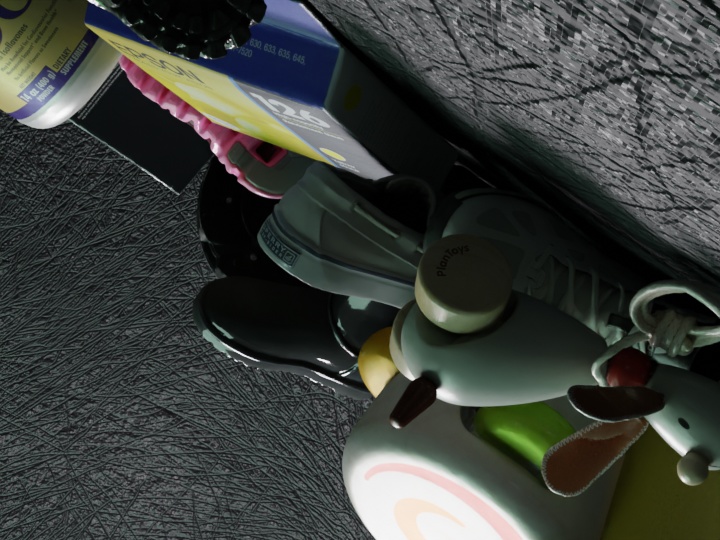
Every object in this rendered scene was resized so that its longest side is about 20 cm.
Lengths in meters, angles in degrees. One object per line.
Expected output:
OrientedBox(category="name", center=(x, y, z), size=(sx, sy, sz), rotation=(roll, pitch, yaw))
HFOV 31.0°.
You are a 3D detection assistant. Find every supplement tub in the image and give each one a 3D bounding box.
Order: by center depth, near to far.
OrientedBox(category="supplement tub", center=(-0.246, -0.200, 0.823), size=(0.199, 0.146, 0.145), rotation=(33, -179, -30))

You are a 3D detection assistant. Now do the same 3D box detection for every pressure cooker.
OrientedBox(category="pressure cooker", center=(-0.029, -0.029, 1.074), size=(0.179, 0.175, 0.200), rotation=(52, 179, 21))

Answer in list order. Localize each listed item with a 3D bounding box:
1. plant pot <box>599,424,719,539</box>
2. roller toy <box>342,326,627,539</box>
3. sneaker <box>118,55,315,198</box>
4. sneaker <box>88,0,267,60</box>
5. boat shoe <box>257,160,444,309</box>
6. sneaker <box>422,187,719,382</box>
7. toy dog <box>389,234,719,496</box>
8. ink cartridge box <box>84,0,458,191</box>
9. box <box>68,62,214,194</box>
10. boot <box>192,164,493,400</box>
OrientedBox(category="plant pot", center=(0.253, 0.185, 0.710), size=(0.198, 0.202, 0.176), rotation=(22, 167, -10))
OrientedBox(category="roller toy", center=(0.091, 0.126, 0.857), size=(0.198, 0.140, 0.184), rotation=(4, 133, 43))
OrientedBox(category="sneaker", center=(-0.108, -0.133, 0.952), size=(0.201, 0.079, 0.095), rotation=(50, -176, -1))
OrientedBox(category="sneaker", center=(-0.136, -0.158, 0.555), size=(0.199, 0.078, 0.085), rotation=(34, -178, -30))
OrientedBox(category="boat shoe", center=(0.023, -0.024, 0.748), size=(0.199, 0.066, 0.072), rotation=(13, -153, -50))
OrientedBox(category="sneaker", center=(0.135, 0.013, 0.724), size=(0.199, 0.077, 0.115), rotation=(25, 177, -32))
OrientedBox(category="toy dog", center=(0.093, 0.064, 0.661), size=(0.198, 0.097, 0.133), rotation=(13, 148, 25))
OrientedBox(category="ink cartridge box", center=(-0.065, -0.117, 0.764), size=(0.196, 0.047, 0.200), rotation=(24, 177, 33))
OrientedBox(category="box", center=(-0.186, -0.171, 1.052), size=(0.141, 0.079, 0.201), rotation=(37, -162, -31))
OrientedBox(category="boot", center=(0.001, 0.000, 0.884), size=(0.163, 0.200, 0.066), rotation=(20, -132, -27))
